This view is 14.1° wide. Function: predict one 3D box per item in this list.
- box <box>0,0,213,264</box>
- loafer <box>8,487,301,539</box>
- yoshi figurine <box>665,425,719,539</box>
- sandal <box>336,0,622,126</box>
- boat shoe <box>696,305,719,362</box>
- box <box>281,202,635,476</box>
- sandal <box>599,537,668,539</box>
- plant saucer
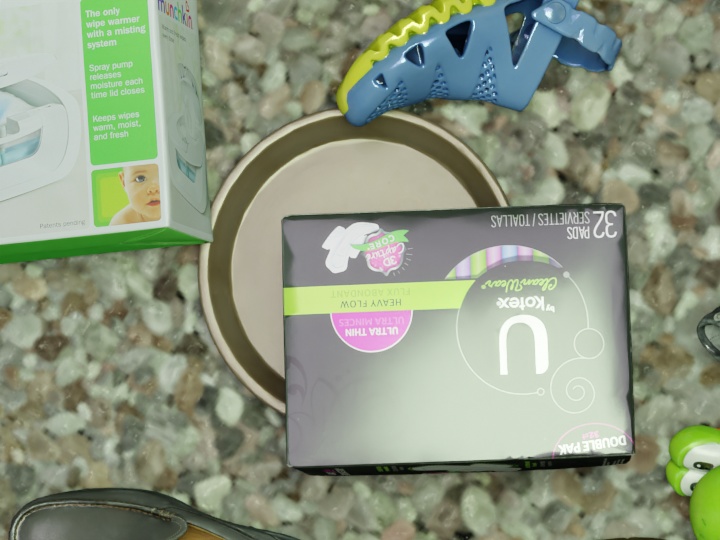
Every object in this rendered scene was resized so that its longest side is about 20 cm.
[{"bbox_3d":[-0.200,-0.098,1.759,0.199,0.097,0.178,-5,84,13],"label":"box"},{"bbox_3d":[-0.118,0.170,1.744,0.199,0.072,0.073,7,85,6],"label":"loafer"},{"bbox_3d":[0.276,0.141,1.701,0.199,0.112,0.113,7,91,8],"label":"yoshi figurine"},{"bbox_3d":[0.080,-0.133,1.754,0.199,0.079,0.087,-27,90,-6],"label":"sandal"},{"bbox_3d":[0.268,0.067,1.650,0.068,0.074,0.199,-26,44,-22],"label":"boat shoe"},{"bbox_3d":[0.057,0.042,1.691,0.199,0.124,0.150,-3,83,3],"label":"box"},{"bbox_3d":[0.120,0.202,1.724,0.199,0.080,0.054,-15,102,9],"label":"sandal"},{"bbox_3d":[0.000,0.000,1.776,0.199,0.029,0.201,-1,83,4],"label":"plant saucer"}]
